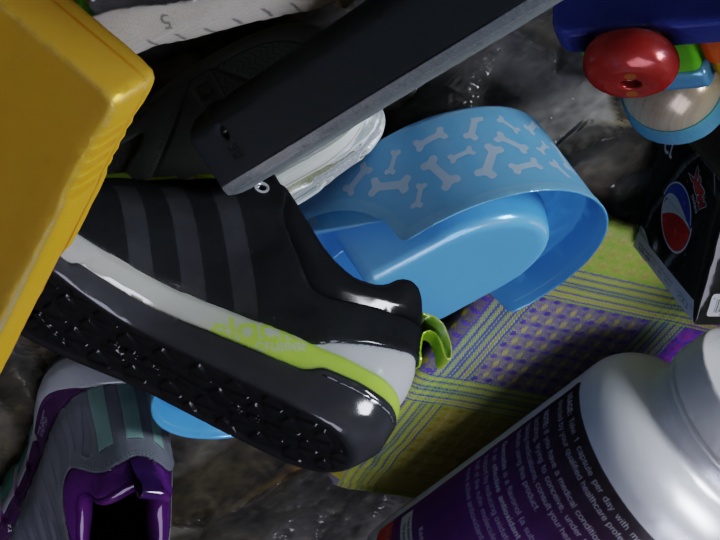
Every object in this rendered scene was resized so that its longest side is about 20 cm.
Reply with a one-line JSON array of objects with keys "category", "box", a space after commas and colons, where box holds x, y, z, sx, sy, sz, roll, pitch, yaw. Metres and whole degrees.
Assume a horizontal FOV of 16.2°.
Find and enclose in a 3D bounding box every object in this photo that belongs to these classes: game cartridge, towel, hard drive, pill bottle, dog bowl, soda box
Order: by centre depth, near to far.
[{"category": "hard drive", "box": [0.043, -0.096, 0.814, 0.140, 0.033, 0.200, -37, -174, -34]}, {"category": "game cartridge", "box": [-0.171, -0.048, 0.829, 0.032, 0.176, 0.200, -40, 168, -49]}, {"category": "dog bowl", "box": [0.000, 0.000, 1.008, 0.200, 0.050, 0.111, -28, 155, 16]}, {"category": "soda box", "box": [0.220, -0.020, 1.050, 0.200, 0.071, 0.063, 1, 119, -20]}, {"category": "pill bottle", "box": [0.101, 0.113, 1.111, 0.200, 0.113, 0.112, -39, 137, 26]}, {"category": "towel", "box": [0.085, 0.045, 1.132, 0.143, 0.023, 0.200, 12, 134, -30]}]

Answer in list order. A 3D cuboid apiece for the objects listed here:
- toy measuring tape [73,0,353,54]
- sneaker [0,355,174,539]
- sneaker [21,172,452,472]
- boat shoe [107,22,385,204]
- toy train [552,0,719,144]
[{"category": "toy measuring tape", "box": [-0.094, -0.097, 0.840, 0.200, 0.074, 0.074, -13, 145, 20]}, {"category": "sneaker", "box": [-0.122, 0.123, 1.101, 0.074, 0.088, 0.200, -2, 140, -17]}, {"category": "sneaker", "box": [-0.064, -0.004, 0.886, 0.200, 0.083, 0.072, 30, 154, -6]}, {"category": "boat shoe", "box": [-0.086, -0.025, 0.947, 0.202, 0.075, 0.065, -28, 158, 4]}, {"category": "toy train", "box": [0.177, -0.092, 0.915, 0.200, 0.085, 0.116, -3, 157, 16]}]
